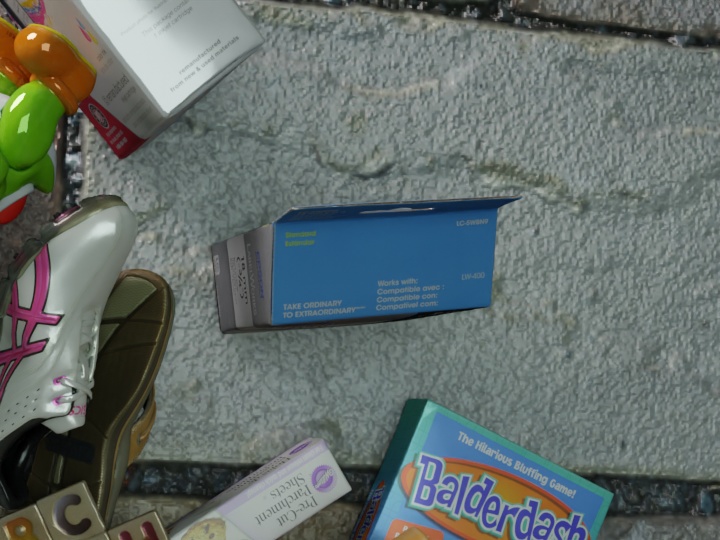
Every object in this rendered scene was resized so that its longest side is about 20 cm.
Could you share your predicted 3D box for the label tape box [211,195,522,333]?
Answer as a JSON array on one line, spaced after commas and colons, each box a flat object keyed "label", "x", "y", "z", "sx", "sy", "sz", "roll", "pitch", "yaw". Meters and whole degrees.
[{"label": "label tape box", "x": 0.000, "y": 0.000, "z": 1.054, "sx": 0.143, "sy": 0.200, "sz": 0.064, "roll": -4, "pitch": 87, "yaw": -18}]

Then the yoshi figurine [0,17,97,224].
[{"label": "yoshi figurine", "x": -0.243, "y": -0.056, "z": 0.972, "sx": 0.111, "sy": 0.112, "sz": 0.201, "roll": 28, "pitch": 80, "yaw": 0}]

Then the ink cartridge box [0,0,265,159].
[{"label": "ink cartridge box", "x": -0.164, "y": -0.179, "z": 1.044, "sx": 0.086, "sy": 0.147, "sz": 0.200, "roll": -42, "pitch": 97, "yaw": -18}]

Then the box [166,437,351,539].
[{"label": "box", "x": -0.100, "y": 0.174, "z": 1.092, "sx": 0.199, "sy": 0.039, "sz": 0.042, "roll": -30, "pitch": 96, "yaw": -18}]

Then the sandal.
[{"label": "sandal", "x": -0.158, "y": 0.095, "z": 1.067, "sx": 0.054, "sy": 0.080, "sz": 0.202, "roll": 5, "pitch": 100, "yaw": -59}]

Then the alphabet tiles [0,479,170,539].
[{"label": "alphabet tiles", "x": -0.171, "y": 0.237, "z": 1.043, "sx": 0.165, "sy": 0.006, "sz": 0.202, "roll": -23, "pitch": 94, "yaw": 8}]

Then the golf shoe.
[{"label": "golf shoe", "x": -0.181, "y": 0.048, "z": 1.019, "sx": 0.092, "sy": 0.072, "sz": 0.201, "roll": 40, "pitch": 107, "yaw": 18}]

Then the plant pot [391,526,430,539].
[{"label": "plant pot", "x": 0.009, "y": 0.283, "z": 0.996, "sx": 0.182, "sy": 0.200, "sz": 0.201, "roll": -32, "pitch": 95, "yaw": -8}]

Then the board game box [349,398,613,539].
[{"label": "board game box", "x": 0.063, "y": 0.207, "z": 1.138, "sx": 0.151, "sy": 0.045, "sz": 0.202, "roll": 26, "pitch": 78, "yaw": -14}]
